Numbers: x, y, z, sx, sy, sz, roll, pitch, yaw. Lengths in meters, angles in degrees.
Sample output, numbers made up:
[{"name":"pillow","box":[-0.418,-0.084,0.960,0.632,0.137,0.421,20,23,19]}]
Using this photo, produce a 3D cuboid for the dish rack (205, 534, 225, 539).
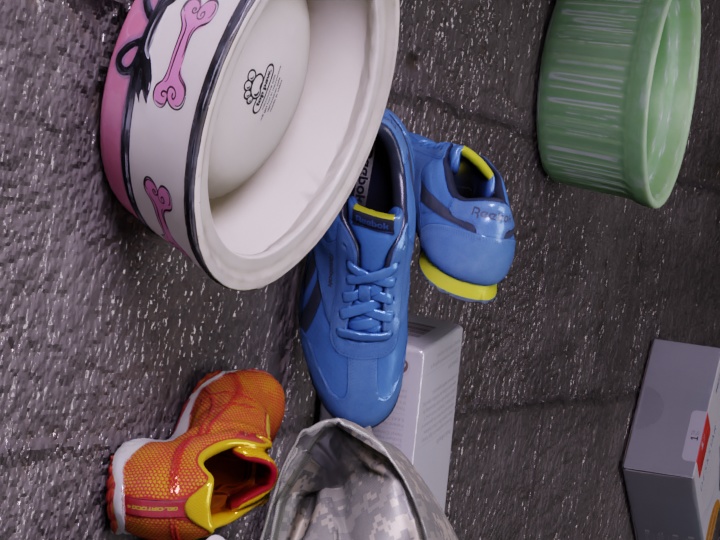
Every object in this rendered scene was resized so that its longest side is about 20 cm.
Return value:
[{"name":"dish rack","box":[-0.105,0.250,1.445,0.172,0.043,0.201,75,28,-49]}]

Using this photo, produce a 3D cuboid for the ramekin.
[{"name":"ramekin","box":[0.214,-0.157,2.365,0.200,0.097,0.201,9,90,-73]}]

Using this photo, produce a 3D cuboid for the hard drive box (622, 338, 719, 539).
[{"name":"hard drive box","box":[0.333,0.191,2.970,0.200,0.076,0.156,70,32,-57]}]

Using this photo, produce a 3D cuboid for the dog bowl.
[{"name":"dog bowl","box":[-0.060,-0.095,1.470,0.200,0.074,0.201,-46,148,-40]}]

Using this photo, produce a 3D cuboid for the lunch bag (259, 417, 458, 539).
[{"name":"lunch bag","box":[0.008,0.182,1.595,0.164,0.117,0.201,40,32,-77]}]

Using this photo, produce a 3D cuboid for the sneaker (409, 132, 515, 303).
[{"name":"sneaker","box":[0.060,-0.056,1.821,0.200,0.066,0.079,-115,-141,-61]}]

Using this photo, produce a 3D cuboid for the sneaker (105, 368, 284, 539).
[{"name":"sneaker","box":[-0.074,0.108,1.578,0.200,0.077,0.073,-46,139,-65]}]

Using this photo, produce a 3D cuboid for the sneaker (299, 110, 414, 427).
[{"name":"sneaker","box":[0.000,0.000,1.739,0.078,0.066,0.201,-138,-130,-81]}]

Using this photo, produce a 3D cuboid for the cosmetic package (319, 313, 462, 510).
[{"name":"cosmetic package","box":[0.014,0.134,1.894,0.102,0.074,0.201,-24,122,-70]}]
